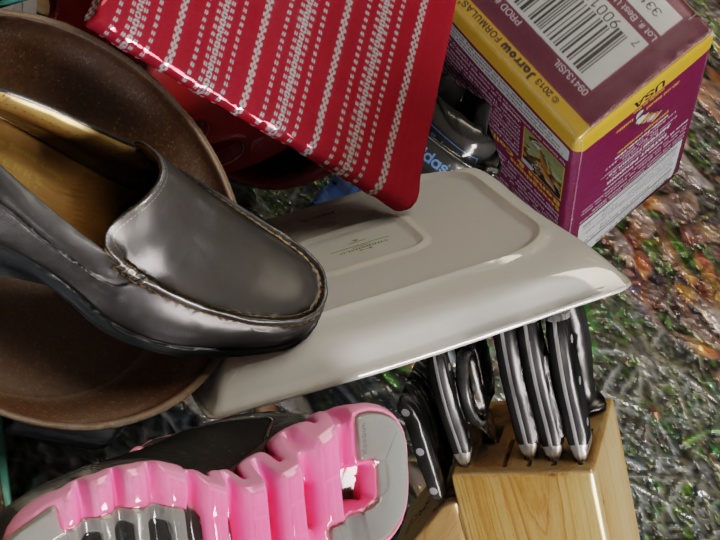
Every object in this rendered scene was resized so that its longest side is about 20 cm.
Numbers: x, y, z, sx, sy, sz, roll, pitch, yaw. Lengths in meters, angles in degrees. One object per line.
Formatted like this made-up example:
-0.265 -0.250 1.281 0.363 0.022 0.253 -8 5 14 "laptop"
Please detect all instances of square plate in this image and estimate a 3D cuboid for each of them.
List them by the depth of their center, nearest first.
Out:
0.000 0.000 1.149 0.199 0.029 0.198 -17 20 -11 "square plate"

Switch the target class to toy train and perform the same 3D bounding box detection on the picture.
-0.180 0.011 1.086 0.199 0.085 0.114 15 43 -31 "toy train"

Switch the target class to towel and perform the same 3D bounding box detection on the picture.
-0.034 -0.129 1.144 0.199 0.022 0.145 29 62 -34 "towel"

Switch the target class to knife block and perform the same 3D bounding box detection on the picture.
0.099 0.103 1.157 0.200 0.176 0.064 35 34 -6 "knife block"

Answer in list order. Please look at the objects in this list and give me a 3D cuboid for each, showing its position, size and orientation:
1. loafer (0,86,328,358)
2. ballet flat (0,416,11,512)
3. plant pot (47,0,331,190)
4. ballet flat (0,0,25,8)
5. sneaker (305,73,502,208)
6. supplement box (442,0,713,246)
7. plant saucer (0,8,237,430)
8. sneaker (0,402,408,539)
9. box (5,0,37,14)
-0.097 -0.019 1.012 0.199 0.072 0.073 18 56 -23 "loafer"
-0.161 0.136 0.990 0.062 0.068 0.201 -8 45 -13 "ballet flat"
-0.085 -0.142 1.259 0.182 0.201 0.201 9 43 -46 "plant pot"
-0.184 -0.139 1.099 0.199 0.074 0.074 -23 62 -20 "ballet flat"
0.015 -0.037 1.302 0.077 0.111 0.200 37 33 -1 "sneaker"
0.114 -0.107 1.392 0.103 0.200 0.131 -38 74 -12 "supplement box"
-0.143 -0.018 1.055 0.199 0.037 0.201 17 55 -26 "plant saucer"
-0.077 0.097 1.008 0.199 0.080 0.095 -11 16 -40 "sneaker"
-0.245 -0.126 1.146 0.199 0.041 0.157 7 84 -37 "box"
